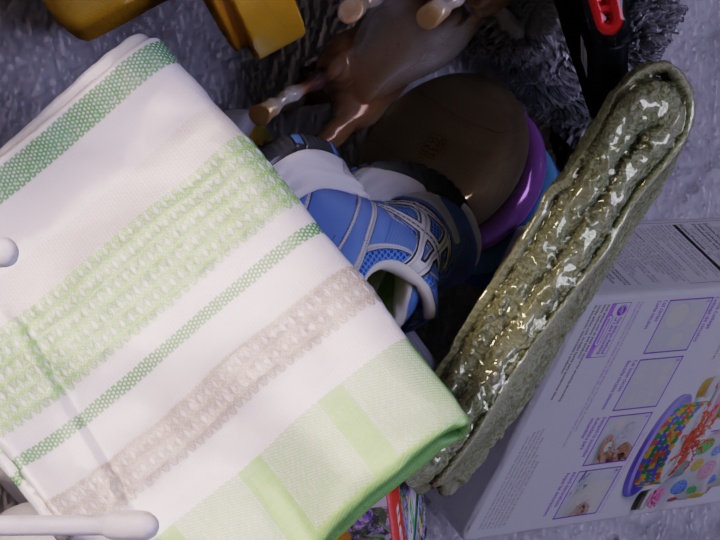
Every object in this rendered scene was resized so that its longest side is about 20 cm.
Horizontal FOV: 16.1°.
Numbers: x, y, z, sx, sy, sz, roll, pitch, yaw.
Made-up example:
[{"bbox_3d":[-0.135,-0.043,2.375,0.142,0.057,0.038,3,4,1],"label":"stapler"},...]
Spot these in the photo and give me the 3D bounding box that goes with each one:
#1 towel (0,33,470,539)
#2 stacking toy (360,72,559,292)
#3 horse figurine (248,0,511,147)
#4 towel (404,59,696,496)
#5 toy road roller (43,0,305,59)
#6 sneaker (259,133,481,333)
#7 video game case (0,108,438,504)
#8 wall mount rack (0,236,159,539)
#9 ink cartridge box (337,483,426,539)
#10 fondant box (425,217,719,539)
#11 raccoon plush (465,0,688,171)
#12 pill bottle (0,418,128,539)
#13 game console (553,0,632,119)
[{"bbox_3d":[-0.075,0.026,0.921,0.149,0.200,0.031,-41,159,2],"label":"towel"},{"bbox_3d":[0.083,-0.012,1.224,0.200,0.085,0.085,41,62,-47],"label":"stacking toy"},{"bbox_3d":[0.016,-0.101,1.040,0.050,0.200,0.133,46,39,2],"label":"horse figurine"},{"bbox_3d":[0.078,0.008,1.050,0.200,0.036,0.148,-58,173,1],"label":"towel"},{"bbox_3d":[-0.078,-0.175,0.987,0.146,0.123,0.200,-29,92,-3],"label":"toy road roller"},{"bbox_3d":[0.000,0.000,1.045,0.077,0.076,0.200,60,22,15],"label":"sneaker"},{"bbox_3d":[-0.055,0.063,1.107,0.182,0.023,0.200,54,55,-37],"label":"video game case"},{"bbox_3d":[-0.176,0.063,0.871,0.174,0.075,0.200,-25,118,-3],"label":"wall mount rack"},{"bbox_3d":[-0.007,0.091,1.031,0.200,0.050,0.109,-72,155,-76],"label":"ink cartridge box"},{"bbox_3d":[0.132,0.049,1.228,0.200,0.058,0.144,-2,128,-41],"label":"fondant box"},{"bbox_3d":[0.087,-0.086,1.208,0.134,0.097,0.200,-34,117,-42],"label":"raccoon plush"},{"bbox_3d":[-0.101,0.155,0.975,0.112,0.112,0.200,11,91,-49],"label":"pill bottle"},{"bbox_3d":[0.084,-0.160,1.049,0.200,0.031,0.177,49,23,-81],"label":"game console"}]
